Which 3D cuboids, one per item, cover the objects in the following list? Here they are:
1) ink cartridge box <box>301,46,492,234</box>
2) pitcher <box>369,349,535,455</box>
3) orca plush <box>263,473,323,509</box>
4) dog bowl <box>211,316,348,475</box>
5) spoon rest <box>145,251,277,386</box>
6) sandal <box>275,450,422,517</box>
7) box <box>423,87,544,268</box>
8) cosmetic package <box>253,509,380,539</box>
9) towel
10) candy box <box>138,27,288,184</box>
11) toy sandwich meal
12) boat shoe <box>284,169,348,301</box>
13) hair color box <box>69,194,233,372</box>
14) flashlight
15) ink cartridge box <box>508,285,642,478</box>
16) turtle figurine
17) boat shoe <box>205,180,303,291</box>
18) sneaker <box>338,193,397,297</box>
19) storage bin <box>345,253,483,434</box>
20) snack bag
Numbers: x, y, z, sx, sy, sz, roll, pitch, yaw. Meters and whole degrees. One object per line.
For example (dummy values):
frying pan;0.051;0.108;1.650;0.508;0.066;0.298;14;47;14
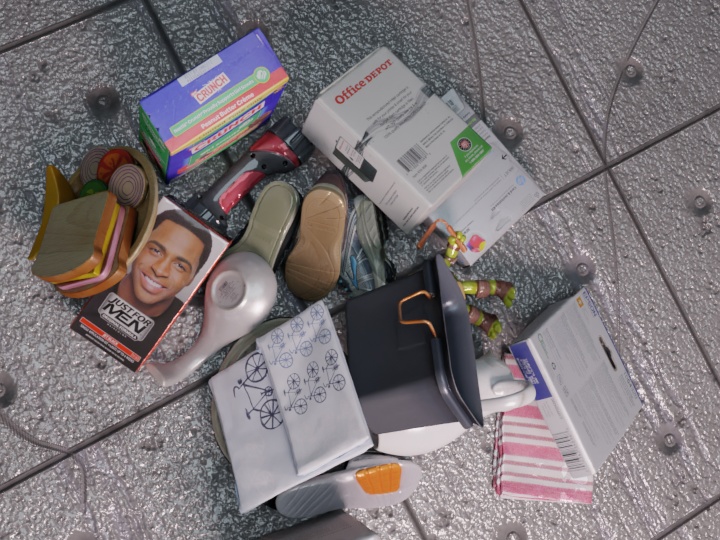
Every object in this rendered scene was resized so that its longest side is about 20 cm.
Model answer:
ink cartridge box;0.045;-0.170;1.178;0.200;0.083;0.147;45;58;4
pitcher;0.109;0.167;1.166;0.200;0.172;0.122;-14;92;-15
orca plush;-0.067;0.214;1.172;0.105;0.071;0.200;36;77;-6
dog bowl;-0.085;0.162;1.127;0.074;0.200;0.201;26;74;-54
spoon rest;-0.183;0.063;1.150;0.200;0.061;0.099;-47;68;6
sandal;-0.017;0.263;1.173;0.206;0.059;0.079;-1;125;-27
box;0.136;-0.129;1.274;0.156;0.041;0.200;-43;93;-13
cosmetic package;-0.054;0.400;1.087;0.165;0.200;0.165;-15;86;-14
towel;0.261;0.218;1.267;0.146;0.030;0.201;7;82;-13
candy box;-0.186;-0.196;1.127;0.169;0.200;0.077;-35;92;-14
toy sandwich meal;-0.328;-0.066;1.098;0.070;0.205;0.206;31;73;-53
boat shoe;-0.049;-0.042;1.161;0.072;0.200;0.065;18;46;5
hair color box;-0.257;0.015;1.132;0.101;0.061;0.200;35;93;-6
flashlight;-0.149;-0.112;1.198;0.200;0.068;0.068;-48;135;-11
ink cartridge box;0.294;0.145;1.231;0.200;0.043;0.197;-30;94;-52
turtle figurine;0.118;0.041;1.232;0.161;0.064;0.200;18;92;-19
boat shoe;-0.132;-0.025;1.187;0.074;0.066;0.200;28;100;13
sneaker;0.000;0.000;1.222;0.086;0.078;0.201;-8;94;16
storage bin;0.054;0.094;1.087;0.134;0.146;0.200;-18;49;16
snack bag;-0.093;0.160;1.074;0.200;0.021;0.189;-32;60;21
